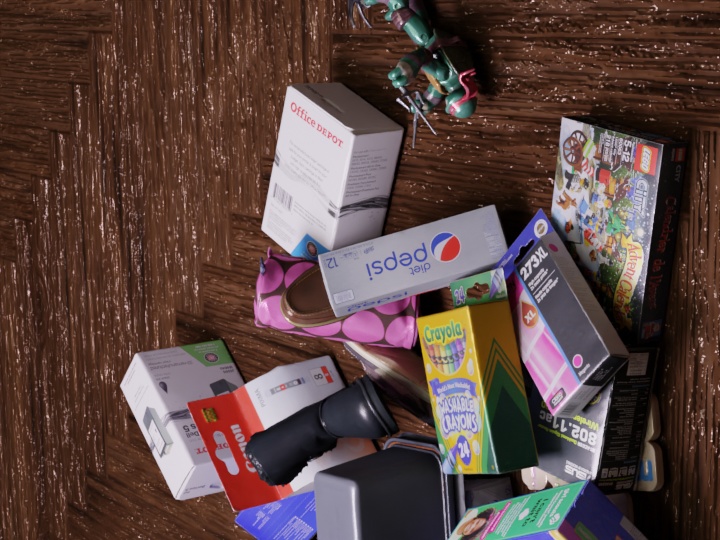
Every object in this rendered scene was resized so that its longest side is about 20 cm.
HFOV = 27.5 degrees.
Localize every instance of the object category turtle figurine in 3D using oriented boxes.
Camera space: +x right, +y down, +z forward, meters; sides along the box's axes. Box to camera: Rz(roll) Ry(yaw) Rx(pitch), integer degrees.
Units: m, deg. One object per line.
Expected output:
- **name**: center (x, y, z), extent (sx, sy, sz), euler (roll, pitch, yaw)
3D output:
- **turtle figurine**: center (0.074, -0.223, 1.615), extent (0.150, 0.100, 0.200), euler (61, -175, -68)

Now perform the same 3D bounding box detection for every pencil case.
- **pencil case**: center (-0.024, 0.034, 1.728), extent (0.091, 0.199, 0.094), euler (99, -178, -62)

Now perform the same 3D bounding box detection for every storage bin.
- **storage bin**: center (0.021, 0.288, 1.617), extent (0.145, 0.134, 0.201), euler (4, 98, 54)

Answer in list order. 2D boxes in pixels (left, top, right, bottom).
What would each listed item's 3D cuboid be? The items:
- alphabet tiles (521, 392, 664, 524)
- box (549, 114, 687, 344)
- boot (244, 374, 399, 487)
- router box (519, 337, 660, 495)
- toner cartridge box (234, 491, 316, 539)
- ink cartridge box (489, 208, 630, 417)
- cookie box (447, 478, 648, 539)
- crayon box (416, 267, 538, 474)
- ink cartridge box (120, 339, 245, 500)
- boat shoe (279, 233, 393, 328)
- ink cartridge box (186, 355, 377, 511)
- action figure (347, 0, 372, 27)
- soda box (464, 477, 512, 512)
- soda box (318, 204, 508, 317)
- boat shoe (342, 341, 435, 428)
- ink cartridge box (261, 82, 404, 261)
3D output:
- **alphabet tiles**: center (0.236, 0.178, 1.531), extent (0.200, 0.015, 0.196), euler (-11, 81, 54)
- **box**: center (0.248, -0.043, 1.457), extent (0.136, 0.038, 0.201), euler (24, 116, 50)
- **boot**: center (-0.048, 0.192, 1.707), extent (0.077, 0.168, 0.200), euler (59, 173, -3)
- **router box**: center (0.205, 0.126, 1.508), extent (0.200, 0.062, 0.150), euler (21, 108, 53)
- **toner cartridge box**: center (-0.083, 0.300, 1.935), extent (0.095, 0.043, 0.200), euler (37, 135, -2)
- **ink cartridge box**: center (0.186, 0.039, 1.459), extent (0.095, 0.037, 0.200), euler (-54, 44, 33)
- **cookie box**: center (0.205, 0.305, 1.486), extent (0.171, 0.075, 0.200), euler (46, 144, -12)
- **crayon box**: center (0.115, 0.106, 1.506), extent (0.126, 0.051, 0.201), euler (160, 101, -67)
- **ink cartridge box**: center (-0.226, 0.206, 2.061), extent (0.200, 0.145, 0.084), euler (58, 136, 28)
- **boat shoe**: center (0.001, 0.000, 1.661), extent (0.072, 0.200, 0.068), euler (62, 163, 19)
- **ink cartridge box**: center (-0.095, 0.199, 1.834), extent (0.162, 0.200, 0.050), euler (63, 142, 24)
- **action figure**: center (0.009, -0.381, 1.660), extent (0.102, 0.119, 0.200), euler (33, 113, 34)
- **soda box**: center (0.093, 0.282, 1.699), extent (0.200, 0.063, 0.068), euler (-14, 86, 54)
- **soda box**: center (0.058, -0.009, 1.590), extent (0.068, 0.199, 0.064), euler (78, 176, -80)
- **boat shoe**: center (0.041, 0.124, 1.746), extent (0.200, 0.072, 0.065), euler (31, 120, 43)
- **ink cartridge box**: center (-0.036, -0.110, 1.791), extent (0.146, 0.084, 0.200), euler (40, 127, 42)
